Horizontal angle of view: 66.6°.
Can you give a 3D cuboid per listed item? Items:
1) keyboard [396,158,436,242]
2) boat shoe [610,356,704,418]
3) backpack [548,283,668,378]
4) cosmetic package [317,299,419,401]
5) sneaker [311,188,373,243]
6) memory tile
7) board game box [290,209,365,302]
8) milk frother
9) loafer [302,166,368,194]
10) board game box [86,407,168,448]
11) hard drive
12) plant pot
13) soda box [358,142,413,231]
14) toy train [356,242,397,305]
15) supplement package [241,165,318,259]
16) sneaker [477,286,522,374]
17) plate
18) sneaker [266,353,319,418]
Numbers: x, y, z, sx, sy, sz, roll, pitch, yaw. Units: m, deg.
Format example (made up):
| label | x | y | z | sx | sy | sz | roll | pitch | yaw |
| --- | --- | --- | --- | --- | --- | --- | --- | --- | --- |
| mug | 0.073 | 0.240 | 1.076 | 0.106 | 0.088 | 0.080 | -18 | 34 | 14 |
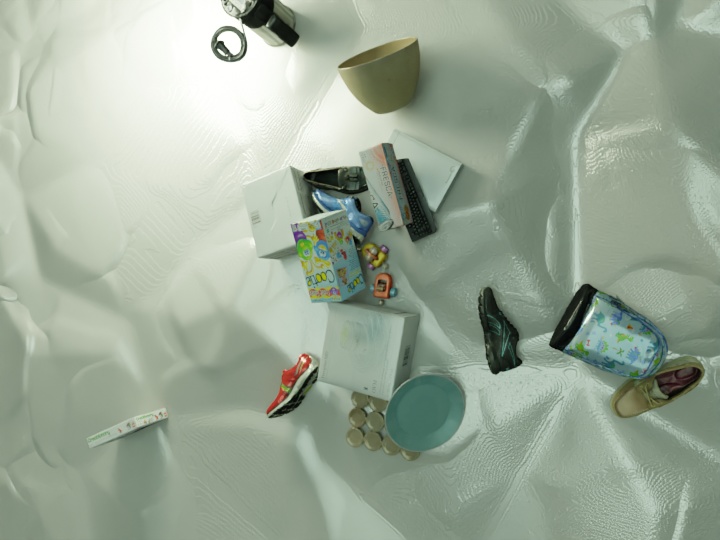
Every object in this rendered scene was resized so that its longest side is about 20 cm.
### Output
| label | x | y | z | sx | sy | sz | roll | pitch | yaw |
| --- | --- | --- | --- | --- | --- | --- | --- | --- | --- |
| keyboard | 0.099 | -0.166 | 1.349 | 0.127 | 0.021 | 0.201 | -23 | 89 | 32 |
| boat shoe | 0.606 | 0.241 | 1.124 | 0.200 | 0.066 | 0.074 | -40 | 75 | 17 |
| backpack | 0.523 | 0.141 | 1.134 | 0.199 | 0.154 | 0.164 | 31 | 94 | 7 |
| cosmetic package | 0.019 | 0.188 | 1.338 | 0.199 | 0.123 | 0.201 | 10 | 93 | 24 |
| sneaker | -0.044 | -0.154 | 1.406 | 0.200 | 0.079 | 0.089 | 39 | 80 | 24 |
| memory tile | 0.062 | 0.382 | 1.372 | 0.199 | 0.017 | 0.155 | 7 | 91 | 23 |
| board game box | -0.078 | -0.034 | 1.330 | 0.102 | 0.105 | 0.201 | -6 | 104 | 38 |
| milk frother | -0.284 | -0.635 | 1.446 | 0.199 | 0.188 | 0.181 | -32 | 77 | 19 |
| loafer | -0.057 | -0.232 | 1.399 | 0.199 | 0.063 | 0.072 | 5 | 94 | 30 |
| board game box | -0.686 | 0.465 | 1.616 | 0.199 | 0.126 | 0.035 | -26 | 80 | 19 |
| hard drive | 0.136 | -0.246 | 1.351 | 0.199 | 0.027 | 0.133 | 32 | 101 | 19 |
| plant pot | 0.060 | -0.458 | 1.319 | 0.199 | 0.201 | 0.135 | -11 | 120 | 22 |
| soda box | 0.062 | -0.200 | 1.314 | 0.068 | 0.063 | 0.201 | -14 | 94 | 30 |
| toy train | 0.000 | 0.000 | 1.385 | 0.199 | 0.056 | 0.151 | 13 | 93 | 22 |
| supplement package | -0.202 | -0.146 | 1.441 | 0.155 | 0.111 | 0.201 | -17 | 82 | 20 |
| sneaker | 0.316 | 0.133 | 1.254 | 0.079 | 0.075 | 0.202 | -11 | 91 | 8 |
| plate | 0.149 | 0.330 | 1.285 | 0.199 | 0.026 | 0.202 | -4 | 105 | -14 |
| sneaker | -0.185 | 0.305 | 1.454 | 0.085 | 0.077 | 0.200 | 43 | 97 | 29 |
